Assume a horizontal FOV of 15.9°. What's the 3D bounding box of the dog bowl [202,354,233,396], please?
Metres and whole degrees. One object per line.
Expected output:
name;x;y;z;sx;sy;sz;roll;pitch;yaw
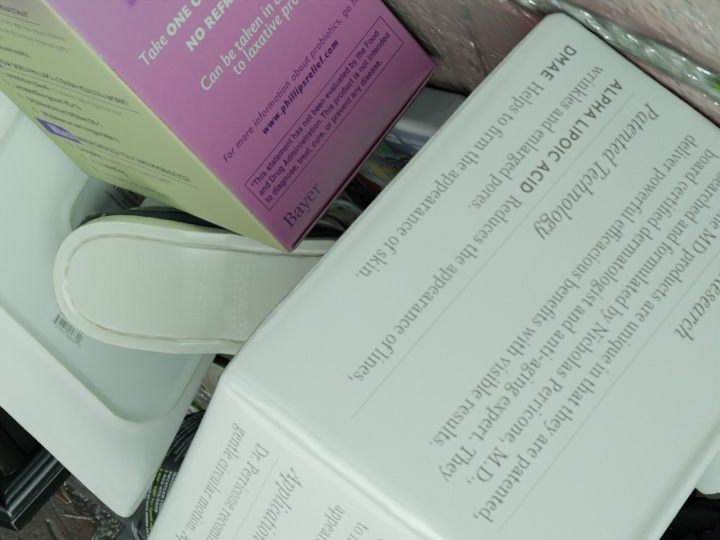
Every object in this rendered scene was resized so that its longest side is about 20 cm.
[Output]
dog bowl;0.000;0.088;1.497;0.200;0.074;0.200;38;168;10

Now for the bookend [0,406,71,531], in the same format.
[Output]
bookend;-0.172;-0.023;1.212;0.092;0.199;0.200;8;139;51

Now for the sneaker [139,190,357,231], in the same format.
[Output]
sneaker;0.000;0.000;1.113;0.199;0.085;0.073;18;166;-9

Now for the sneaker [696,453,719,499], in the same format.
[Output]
sneaker;0.107;0.045;1.011;0.087;0.080;0.200;55;144;-4

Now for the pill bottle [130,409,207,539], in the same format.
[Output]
pill bottle;-0.030;0.137;1.354;0.106;0.106;0.200;45;160;-30

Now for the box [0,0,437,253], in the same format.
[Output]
box;-0.101;-0.119;0.980;0.200;0.097;0.176;45;167;-32

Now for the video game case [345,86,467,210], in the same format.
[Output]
video game case;0.039;-0.021;1.102;0.182;0.023;0.200;46;166;-30

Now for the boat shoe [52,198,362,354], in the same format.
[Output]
boat shoe;-0.023;0.012;1.039;0.199;0.075;0.062;6;-160;10

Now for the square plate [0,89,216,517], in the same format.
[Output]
square plate;-0.109;-0.025;1.128;0.028;0.199;0.200;2;145;44

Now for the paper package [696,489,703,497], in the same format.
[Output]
paper package;0.142;0.147;1.222;0.190;0.104;0.200;36;169;18

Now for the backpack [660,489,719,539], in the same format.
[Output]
backpack;0.200;0.179;1.019;0.199;0.184;0.135;1;-162;1

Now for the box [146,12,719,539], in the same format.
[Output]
box;0.035;0.061;0.852;0.130;0.200;0.199;37;143;7
